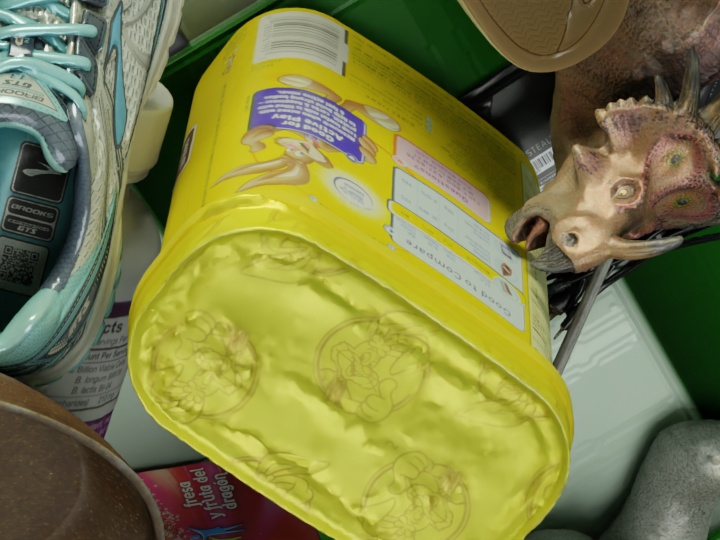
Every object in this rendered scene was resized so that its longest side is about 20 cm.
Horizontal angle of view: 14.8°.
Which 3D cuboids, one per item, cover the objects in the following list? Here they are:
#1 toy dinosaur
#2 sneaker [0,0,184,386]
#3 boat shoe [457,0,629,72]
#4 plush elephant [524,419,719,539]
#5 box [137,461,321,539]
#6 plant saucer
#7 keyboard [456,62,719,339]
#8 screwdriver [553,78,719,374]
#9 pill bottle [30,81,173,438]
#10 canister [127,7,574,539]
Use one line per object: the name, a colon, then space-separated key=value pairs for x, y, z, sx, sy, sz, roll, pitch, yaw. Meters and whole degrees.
toy dinosaur: x=0.116 y=-0.090 z=0.974 sx=0.086 sy=0.136 sz=0.200 roll=24 pitch=100 yaw=-40
sneaker: x=-0.099 y=-0.061 z=0.883 sx=0.077 sy=0.086 sz=0.201 roll=4 pitch=91 yaw=0
boat shoe: x=0.034 y=-0.162 z=0.921 sx=0.071 sy=0.065 sz=0.200 roll=-25 pitch=110 yaw=-7
plush elephant: x=0.086 y=0.175 z=1.126 sx=0.164 sy=0.155 sz=0.200 roll=4 pitch=118 yaw=-18
box: x=-0.050 y=0.168 z=1.058 sx=0.095 sy=0.200 sz=0.100 roll=-9 pitch=122 yaw=-12
plant saucer: x=-0.163 y=0.078 z=0.891 sx=0.200 sy=0.037 sz=0.201 roll=-4 pitch=145 yaw=-2
keyboard: x=0.072 y=-0.030 z=1.084 sx=0.200 sy=0.040 sz=0.104 roll=-32 pitch=100 yaw=6
screwdriver: x=0.102 y=-0.026 z=1.055 sx=0.028 sy=0.029 sz=0.200 roll=22 pitch=103 yaw=-6
pill bottle: x=-0.136 y=0.018 z=0.992 sx=0.112 sy=0.112 sz=0.200 roll=13 pitch=106 yaw=-22
canister: x=0.000 y=0.000 z=0.957 sx=0.148 sy=0.200 sz=0.087 roll=34 pitch=113 yaw=-14
